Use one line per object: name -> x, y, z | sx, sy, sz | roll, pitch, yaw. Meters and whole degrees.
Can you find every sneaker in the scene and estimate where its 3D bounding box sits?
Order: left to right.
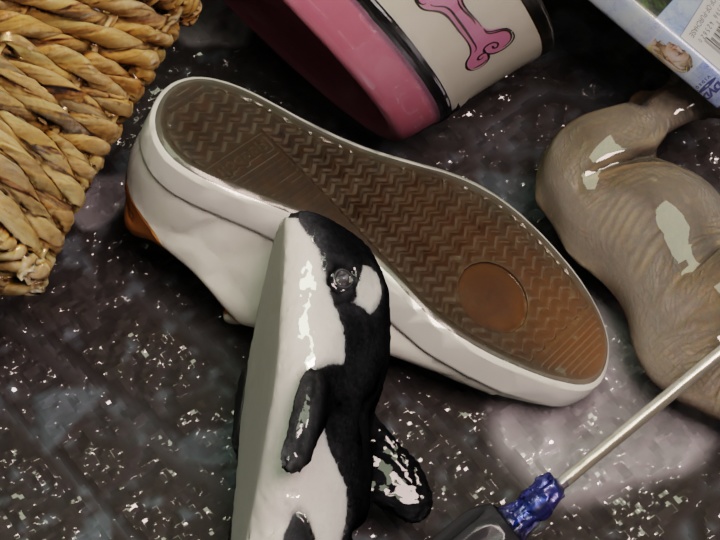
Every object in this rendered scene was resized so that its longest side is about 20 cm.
sneaker -> 0.000, 0.000, 0.872 | 0.199, 0.085, 0.073 | 30, 51, -3

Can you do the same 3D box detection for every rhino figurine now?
rhino figurine -> 0.139, 0.007, 0.855 | 0.087, 0.060, 0.200 | -28, 61, -7

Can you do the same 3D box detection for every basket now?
basket -> -0.189, -0.079, 0.843 | 0.199, 0.143, 0.149 | -8, 47, 43

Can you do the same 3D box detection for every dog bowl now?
dog bowl -> -0.020, -0.133, 0.889 | 0.074, 0.200, 0.200 | -46, 63, -4

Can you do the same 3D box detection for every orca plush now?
orca plush -> -0.005, 0.083, 0.788 | 0.071, 0.105, 0.201 | 8, 66, -13

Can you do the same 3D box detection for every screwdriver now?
screwdriver -> 0.082, 0.064, 0.806 | 0.200, 0.029, 0.028 | -43, 19, 0

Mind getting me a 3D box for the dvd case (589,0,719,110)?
dvd case -> 0.097, -0.167, 0.882 | 0.200, 0.018, 0.143 | 39, 49, -4
